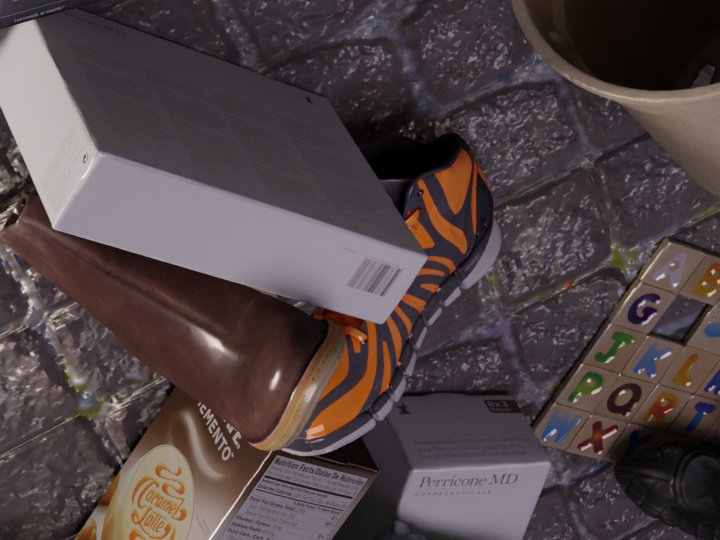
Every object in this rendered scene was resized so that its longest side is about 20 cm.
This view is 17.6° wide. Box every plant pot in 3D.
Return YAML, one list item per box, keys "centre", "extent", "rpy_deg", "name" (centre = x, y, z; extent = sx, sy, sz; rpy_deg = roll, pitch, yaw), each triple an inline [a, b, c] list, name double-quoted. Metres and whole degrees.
- centre: [0.202, -0.134, 1.236]
  extent: [0.200, 0.201, 0.184]
  rpy_deg: [-36, 145, 5]
  name: "plant pot"

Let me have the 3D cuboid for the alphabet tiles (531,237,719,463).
- centre: [0.226, 0.067, 1.520]
  extent: [0.199, 0.008, 0.167]
  rpy_deg: [16, 118, -34]
  name: "alphabet tiles"

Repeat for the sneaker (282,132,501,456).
- centre: [0.000, 0.000, 1.269]
  extent: [0.200, 0.077, 0.112]
  rpy_deg: [-55, 146, -28]
  name: "sneaker"

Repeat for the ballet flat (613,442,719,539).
- centre: [0.239, 0.156, 1.574]
  extent: [0.200, 0.057, 0.067]
  rpy_deg: [35, 71, -50]
  name: "ballet flat"

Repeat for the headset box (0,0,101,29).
- centre: [-0.112, -0.232, 1.027]
  extent: [0.174, 0.093, 0.201]
  rpy_deg: [-19, 127, -19]
  name: "headset box"

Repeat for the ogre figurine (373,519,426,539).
- centre: [0.014, 0.241, 1.400]
  extent: [0.200, 0.098, 0.120]
  rpy_deg: [-42, 113, 10]
  name: "ogre figurine"

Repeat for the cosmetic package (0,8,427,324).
- centre: [-0.080, -0.057, 1.170]
  extent: [0.199, 0.151, 0.052]
  rpy_deg: [17, 119, -35]
  name: "cosmetic package"

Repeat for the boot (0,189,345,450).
- centre: [-0.103, 0.019, 1.170]
  extent: [0.166, 0.200, 0.073]
  rpy_deg: [31, 84, -15]
  name: "boot"

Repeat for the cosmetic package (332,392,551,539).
- centre: [0.039, 0.177, 1.474]
  extent: [0.101, 0.074, 0.201]
  rpy_deg: [-1, 128, -24]
  name: "cosmetic package"

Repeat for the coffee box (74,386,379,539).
- centre: [-0.088, 0.148, 1.361]
  extent: [0.080, 0.114, 0.200]
  rpy_deg: [18, 116, -36]
  name: "coffee box"
